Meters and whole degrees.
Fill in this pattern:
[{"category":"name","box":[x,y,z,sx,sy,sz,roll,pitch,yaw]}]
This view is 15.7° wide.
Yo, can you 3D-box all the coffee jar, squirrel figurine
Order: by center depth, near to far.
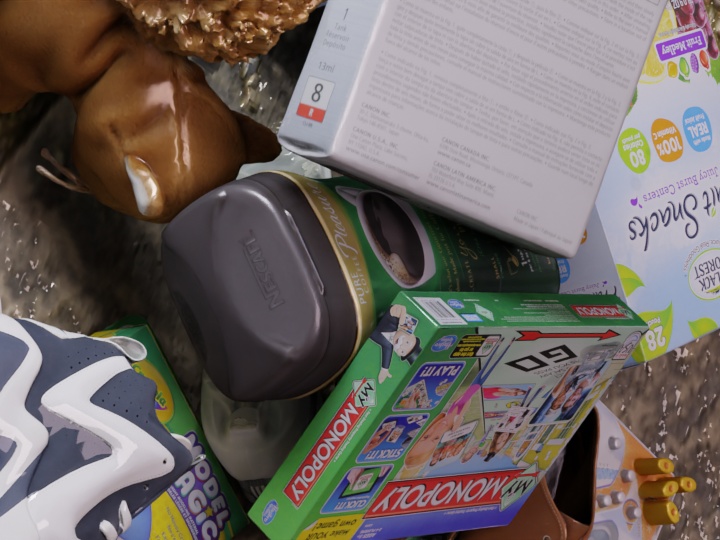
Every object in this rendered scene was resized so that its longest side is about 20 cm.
[{"category":"squirrel figurine","box":[-0.102,-0.119,1.188,0.141,0.200,0.187,-23,85,-49]},{"category":"coffee jar","box":[0.000,0.000,1.234,0.200,0.085,0.104,-10,70,-49]}]

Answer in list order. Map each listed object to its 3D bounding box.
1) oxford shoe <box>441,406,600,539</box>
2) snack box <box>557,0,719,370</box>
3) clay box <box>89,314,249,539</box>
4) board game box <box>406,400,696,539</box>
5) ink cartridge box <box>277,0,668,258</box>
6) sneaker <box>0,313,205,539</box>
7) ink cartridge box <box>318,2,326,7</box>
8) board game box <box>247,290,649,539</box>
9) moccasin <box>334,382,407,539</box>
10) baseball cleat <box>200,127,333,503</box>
[{"category":"oxford shoe","box":[0.083,0.156,1.359,0.071,0.071,0.200,24,69,-38]},{"category":"snack box","box":[0.154,-0.056,1.479,0.169,0.068,0.200,-22,95,-48]},{"category":"clay box","box":[-0.135,0.110,1.221,0.200,0.048,0.115,-38,108,-38]},{"category":"board game box","box":[0.090,0.138,1.431,0.200,0.026,0.200,44,56,-27]},{"category":"ink cartridge box","box":[0.063,-0.122,1.190,0.162,0.050,0.200,21,86,-39]},{"category":"sneaker","box":[-0.122,0.116,1.144,0.130,0.079,0.199,-2,74,-32]},{"category":"ink cartridge box","box":[-0.045,-0.251,1.341,0.145,0.084,0.200,-48,114,-35]},{"category":"board game box","box":[0.047,0.070,1.246,0.029,0.135,0.200,43,22,27]},{"category":"moccasin","box":[0.030,0.044,1.352,0.074,0.078,0.202,82,15,-62]},{"category":"baseball cleat","box":[-0.045,0.030,1.313,0.106,0.070,0.200,74,21,-52]}]
